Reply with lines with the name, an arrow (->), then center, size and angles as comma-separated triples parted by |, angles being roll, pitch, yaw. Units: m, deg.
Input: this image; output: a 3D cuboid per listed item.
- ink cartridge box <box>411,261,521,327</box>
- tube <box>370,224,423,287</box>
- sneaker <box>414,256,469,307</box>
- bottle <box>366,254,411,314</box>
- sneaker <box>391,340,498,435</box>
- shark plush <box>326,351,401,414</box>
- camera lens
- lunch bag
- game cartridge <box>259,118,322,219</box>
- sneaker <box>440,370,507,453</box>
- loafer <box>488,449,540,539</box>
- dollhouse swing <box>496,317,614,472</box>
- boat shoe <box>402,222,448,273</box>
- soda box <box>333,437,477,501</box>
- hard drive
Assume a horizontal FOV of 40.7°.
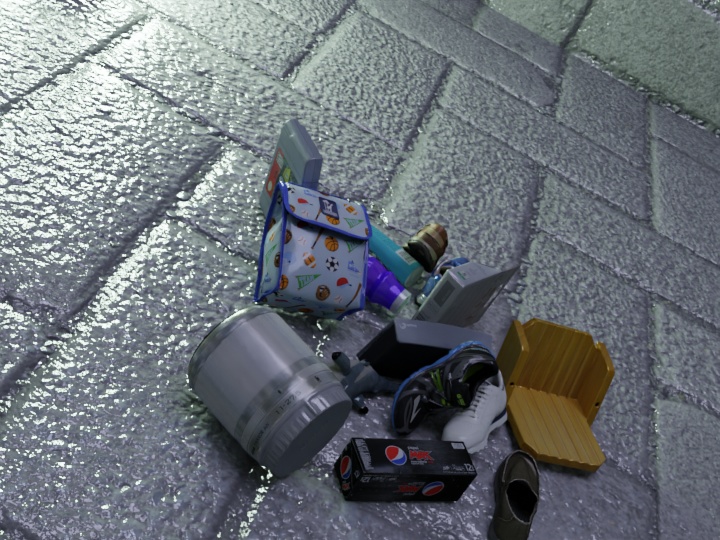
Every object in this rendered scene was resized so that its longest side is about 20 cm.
ink cartridge box -> 0.183, 0.048, 1.732 | 0.050, 0.162, 0.199 | 47, 37, 19
tube -> 0.036, -0.052, 1.853 | 0.200, 0.050, 0.077 | 45, 6, 24
sneaker -> 0.175, 0.017, 1.843 | 0.075, 0.077, 0.200 | 33, 32, 8
bottle -> 0.000, 0.000, 1.727 | 0.199, 0.065, 0.084 | 39, -8, 11
sneaker -> 0.130, 0.186, 1.511 | 0.199, 0.071, 0.083 | -35, 37, -11
shark plush -> -0.013, 0.189, 1.519 | 0.199, 0.090, 0.084 | 17, 52, -53
camera lens -> -0.129, 0.161, 1.344 | 0.200, 0.161, 0.159 | 44, 36, 20
lunch bag -> -0.075, -0.037, 1.612 | 0.168, 0.124, 0.202 | 15, 69, -25
game cartridge -> -0.124, -0.147, 1.715 | 0.040, 0.201, 0.134 | -6, 46, -32
sneaker -> 0.180, 0.225, 1.551 | 0.076, 0.082, 0.200 | 11, 21, 22
loafer -> 0.246, 0.342, 1.478 | 0.075, 0.070, 0.201 | 27, 34, -4
dollhouse swing -> 0.346, 0.210, 1.653 | 0.198, 0.184, 0.176 | 16, 16, -21
boat shoe -> 0.131, -0.047, 1.816 | 0.076, 0.074, 0.200 | 44, -4, 0
soda box -> 0.066, 0.289, 1.407 | 0.198, 0.071, 0.064 | 8, 40, -29
hard drive -> 0.108, 0.136, 1.588 | 0.198, 0.135, 0.043 | 12, 51, -31
